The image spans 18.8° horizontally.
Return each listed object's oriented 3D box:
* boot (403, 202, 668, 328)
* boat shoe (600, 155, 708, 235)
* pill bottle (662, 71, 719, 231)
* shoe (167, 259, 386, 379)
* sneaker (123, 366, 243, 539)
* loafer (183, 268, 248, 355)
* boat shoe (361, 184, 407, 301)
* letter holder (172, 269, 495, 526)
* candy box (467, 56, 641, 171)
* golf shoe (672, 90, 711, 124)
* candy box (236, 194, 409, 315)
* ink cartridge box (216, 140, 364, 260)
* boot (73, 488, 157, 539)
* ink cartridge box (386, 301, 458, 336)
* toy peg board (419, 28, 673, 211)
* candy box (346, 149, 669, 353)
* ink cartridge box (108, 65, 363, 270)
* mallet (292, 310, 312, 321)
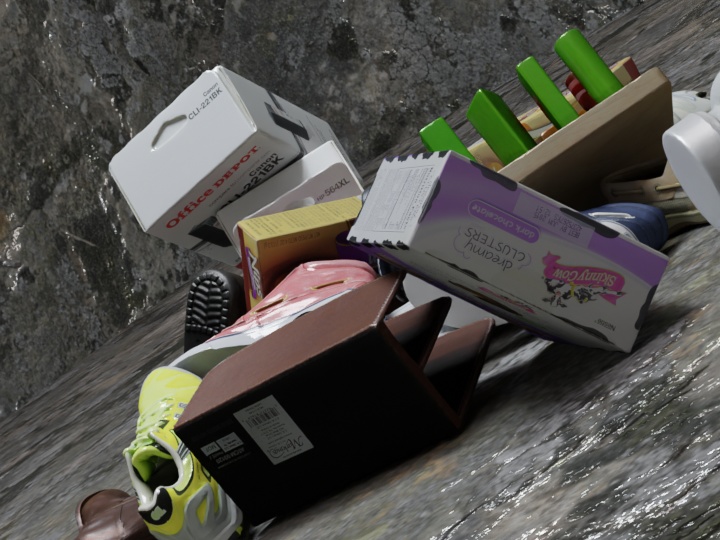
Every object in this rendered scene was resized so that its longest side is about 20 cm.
[{"bbox_3d":[0.136,-0.006,1.661,0.198,0.073,0.090,-6,14,31],"label":"boot"},{"bbox_3d":[0.260,-0.077,1.657,0.072,0.065,0.199,-37,7,-37],"label":"boat shoe"},{"bbox_3d":[0.309,-0.112,1.467,0.199,0.113,0.113,-34,6,-4],"label":"pill bottle"},{"bbox_3d":[-0.071,0.057,1.756,0.199,0.072,0.091,-24,22,9],"label":"shoe"},{"bbox_3d":[-0.139,0.132,1.634,0.075,0.076,0.201,-40,35,12],"label":"sneaker"},{"bbox_3d":[-0.116,0.096,1.883,0.073,0.202,0.071,25,20,38],"label":"loafer"},{"bbox_3d":[0.045,-0.011,1.773,0.062,0.201,0.075,-14,52,7],"label":"boat shoe"},{"bbox_3d":[-0.015,0.074,1.579,0.199,0.101,0.143,-28,21,33],"label":"letter holder"},{"bbox_3d":[0.190,-0.096,1.933,0.199,0.116,0.055,-27,9,48],"label":"candy box"},{"bbox_3d":[0.288,-0.134,2.034,0.096,0.079,0.200,-16,11,-4],"label":"golf shoe"},{"bbox_3d":[0.000,0.000,1.843,0.198,0.118,0.056,-12,22,-19],"label":"candy box"},{"bbox_3d":[-0.033,-0.010,1.972,0.128,0.126,0.200,-33,-25,0],"label":"ink cartridge box"},{"bbox_3d":[-0.139,0.180,1.746,0.199,0.065,0.187,-31,10,12],"label":"boot"},{"bbox_3d":[0.017,0.105,1.683,0.162,0.057,0.201,-32,27,12],"label":"ink cartridge box"},{"bbox_3d":[0.148,-0.088,1.764,0.199,0.098,0.199,-33,-25,-5],"label":"toy peg board"},{"bbox_3d":[0.096,-0.013,1.477,0.072,0.167,0.200,-65,11,-4],"label":"candy box"},{"bbox_3d":[-0.112,-0.088,1.988,0.144,0.084,0.200,-41,-28,15],"label":"ink cartridge box"},{"bbox_3d":[-0.082,0.109,1.711,0.200,0.066,0.041,-40,32,23],"label":"mallet"}]
